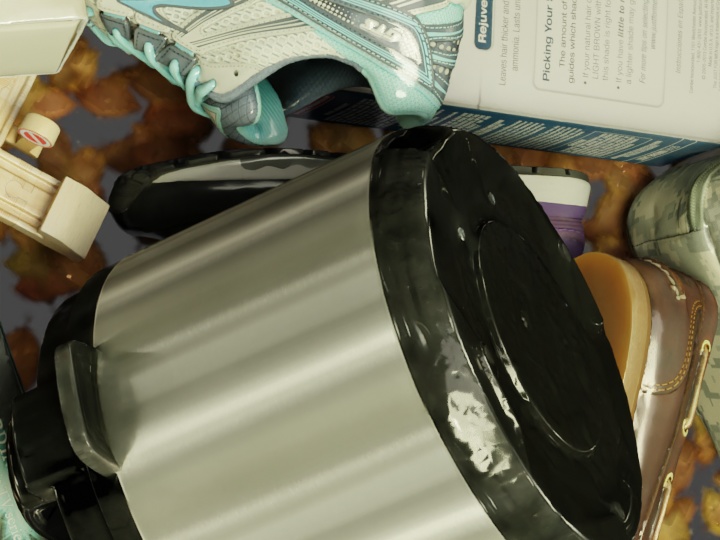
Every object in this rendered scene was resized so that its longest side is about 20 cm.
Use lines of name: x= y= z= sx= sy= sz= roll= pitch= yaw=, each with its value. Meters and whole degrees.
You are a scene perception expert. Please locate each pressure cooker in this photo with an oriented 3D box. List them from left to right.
pressure cooker: x=-0.019 y=0.060 z=0.971 sx=0.200 sy=0.179 sz=0.176 roll=-23 pitch=109 yaw=20

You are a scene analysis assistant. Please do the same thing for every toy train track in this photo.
toy train track: x=-0.180 y=-0.061 z=0.983 sx=0.200 sy=0.033 sz=0.115 roll=28 pitch=72 yaw=-15

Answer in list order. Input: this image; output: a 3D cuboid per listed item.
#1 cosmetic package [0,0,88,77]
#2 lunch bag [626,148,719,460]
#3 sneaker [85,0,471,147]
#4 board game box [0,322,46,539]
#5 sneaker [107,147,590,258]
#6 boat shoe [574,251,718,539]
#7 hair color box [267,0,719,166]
cosmetic package: x=-0.160 y=-0.166 z=0.935 sx=0.105 sy=0.071 sz=0.200 roll=-5 pitch=80 yaw=-14
lunch bag: x=0.225 y=0.024 z=1.099 sx=0.139 sy=0.168 sz=0.200 roll=-22 pitch=92 yaw=-24
sneaker: x=-0.057 y=-0.092 z=1.004 sx=0.200 sy=0.078 sz=0.087 roll=4 pitch=85 yaw=21
board game box: x=-0.197 y=0.031 z=0.995 sx=0.135 sy=0.028 sz=0.200 roll=-19 pitch=90 yaw=-24
sneaker: x=0.000 y=0.000 z=1.062 sx=0.200 sy=0.076 sz=0.088 roll=3 pitch=87 yaw=-22
boat shoe: x=0.092 y=0.094 z=1.076 sx=0.070 sy=0.070 sz=0.200 roll=14 pitch=97 yaw=-45
hair color box: x=0.050 y=-0.106 z=1.101 sx=0.200 sy=0.061 sz=0.100 roll=7 pitch=80 yaw=-22
